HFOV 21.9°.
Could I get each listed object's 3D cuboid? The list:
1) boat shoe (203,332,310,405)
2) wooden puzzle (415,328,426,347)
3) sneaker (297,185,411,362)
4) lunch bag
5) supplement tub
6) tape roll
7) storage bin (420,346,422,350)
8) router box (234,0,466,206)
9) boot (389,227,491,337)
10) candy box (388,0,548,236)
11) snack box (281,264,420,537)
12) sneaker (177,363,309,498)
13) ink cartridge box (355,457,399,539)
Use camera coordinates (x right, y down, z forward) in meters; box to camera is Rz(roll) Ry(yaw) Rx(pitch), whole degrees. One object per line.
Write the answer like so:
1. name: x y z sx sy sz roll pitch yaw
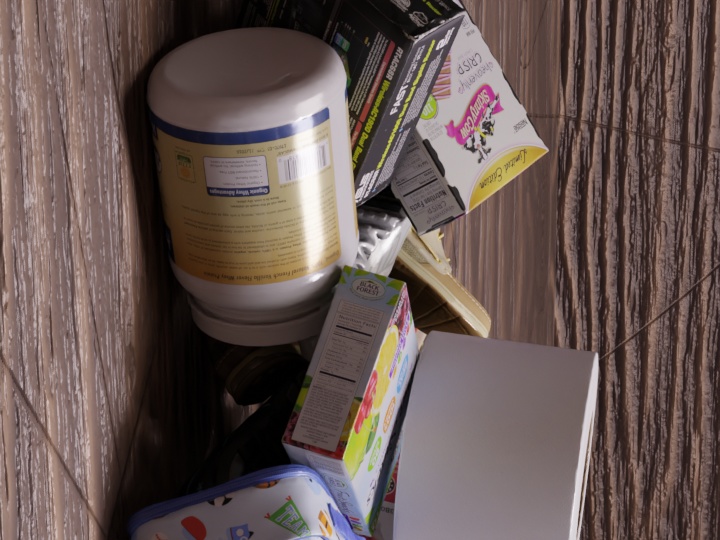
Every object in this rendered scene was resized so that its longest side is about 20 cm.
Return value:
1. boat shoe: -0.070 0.068 1.545 0.072 0.068 0.200 -45 163 11
2. wooden puzzle: 0.000 0.000 1.680 0.185 0.046 0.200 48 25 -10
3. sneaker: -0.005 -0.010 1.505 0.200 0.075 0.081 -57 151 -34
4. lunch bag: -0.077 0.212 1.370 0.200 0.160 0.076 65 6 -64
5. supplement tub: -0.075 -0.060 1.354 0.145 0.144 0.201 -65 155 -57
6. tape roll: 0.111 0.156 1.486 0.203 0.138 0.204 6 90 -80
7. storage bin: 0.000 0.136 1.831 0.200 0.093 0.200 60 36 -66
8. router box: -0.020 -0.162 1.396 0.062 0.150 0.200 -34 160 -36
9. boot: 0.063 -0.041 1.646 0.156 0.200 0.073 -54 -170 -33
10. candy box: 0.052 -0.147 1.500 0.136 0.061 0.201 -37 99 -46
11. snack box: -0.001 0.102 1.395 0.200 0.053 0.143 76 32 -65
12. sneaker: -0.073 0.135 1.481 0.200 0.079 0.076 -35 99 -51
13. ink cartridge box: -0.039 0.241 1.542 0.083 0.144 0.201 136 -34 -62
